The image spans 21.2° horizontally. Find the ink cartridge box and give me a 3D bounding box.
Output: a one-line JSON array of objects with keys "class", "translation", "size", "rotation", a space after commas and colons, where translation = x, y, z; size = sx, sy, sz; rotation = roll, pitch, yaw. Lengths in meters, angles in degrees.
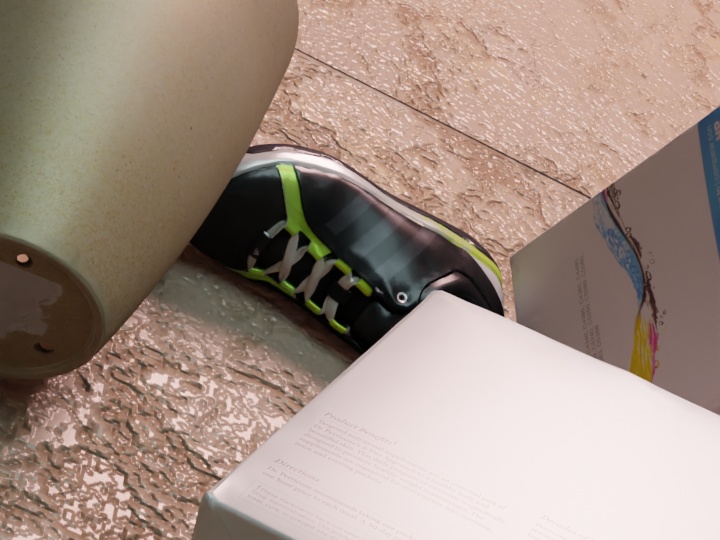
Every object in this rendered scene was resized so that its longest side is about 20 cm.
[{"class": "ink cartridge box", "translation": [0.196, 0.028, 0.972], "size": [0.146, 0.200, 0.147], "rotation": [13, 58, -32]}]

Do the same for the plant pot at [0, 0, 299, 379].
[{"class": "plant pot", "translation": [-0.136, -0.058, 0.852], "size": [0.187, 0.187, 0.201], "rotation": [26, 47, -15]}]

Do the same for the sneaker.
[{"class": "sneaker", "translation": [0.000, 0.000, 0.978], "size": [0.199, 0.072, 0.083], "rotation": [17, 37, -26]}]

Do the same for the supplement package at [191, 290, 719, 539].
[{"class": "supplement package", "translation": [0.054, 0.138, 0.731], "size": [0.191, 0.148, 0.200], "rotation": [25, 29, 16]}]
